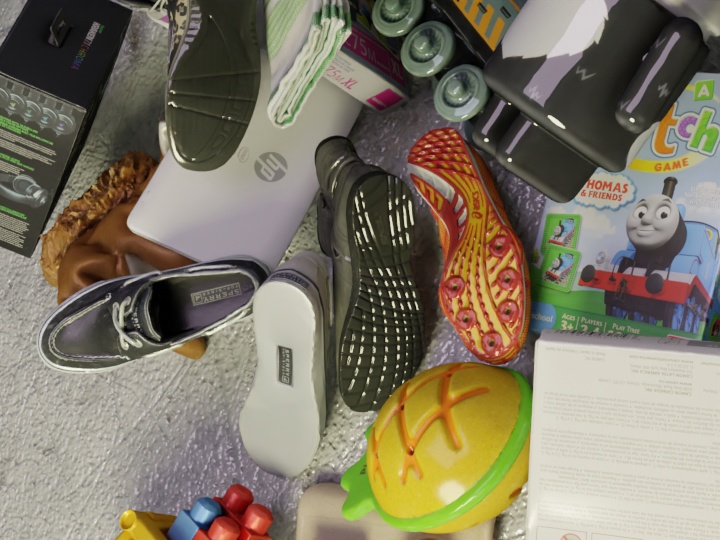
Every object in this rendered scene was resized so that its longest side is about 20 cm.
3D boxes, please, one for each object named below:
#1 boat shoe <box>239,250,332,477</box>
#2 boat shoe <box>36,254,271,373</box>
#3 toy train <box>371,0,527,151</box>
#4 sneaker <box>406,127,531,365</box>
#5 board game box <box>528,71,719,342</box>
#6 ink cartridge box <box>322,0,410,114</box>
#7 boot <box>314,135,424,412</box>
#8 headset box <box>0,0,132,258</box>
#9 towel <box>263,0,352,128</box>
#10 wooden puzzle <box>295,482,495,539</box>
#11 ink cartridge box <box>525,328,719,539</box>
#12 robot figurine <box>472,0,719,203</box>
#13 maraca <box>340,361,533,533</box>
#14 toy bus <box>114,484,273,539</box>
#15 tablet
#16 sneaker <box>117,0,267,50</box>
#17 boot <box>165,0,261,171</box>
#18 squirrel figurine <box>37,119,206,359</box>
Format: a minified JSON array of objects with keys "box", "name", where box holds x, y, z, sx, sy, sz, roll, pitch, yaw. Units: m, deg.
[{"box":[-0.052,0.074,1.134,0.070,0.070,0.201,14,125,16],"name":"boat shoe"},{"box":[-0.166,0.036,1.117,0.199,0.068,0.072,-14,92,7],"name":"boat shoe"},{"box":[0.090,-0.183,1.110,0.114,0.085,0.200,-40,55,12],"name":"toy train"},{"box":[0.092,-0.018,1.058,0.073,0.077,0.201,-25,55,21],"name":"sneaker"},{"box":[0.201,-0.042,1.006,0.151,0.036,0.201,11,84,41],"name":"board game box"},{"box":[-0.016,-0.242,1.183,0.042,0.119,0.201,-23,64,26],"name":"ink cartridge box"},{"box":[0.000,0.000,1.140,0.131,0.067,0.201,-137,47,-66],"name":"boot"},{"box":[-0.294,-0.148,1.310,0.175,0.092,0.200,-79,16,-49],"name":"headset box"},{"box":[-0.054,-0.230,1.085,0.149,0.030,0.201,131,135,-57],"name":"towel"},{"box":[0.010,0.264,1.067,0.184,0.046,0.202,-2,76,39],"name":"wooden puzzle"},{"box":[0.190,0.145,0.934,0.160,0.050,0.202,4,98,18],"name":"ink cartridge box"},{"box":[0.161,-0.149,0.964,0.150,0.125,0.201,39,101,22],"name":"robot figurine"},{"box":[0.053,0.129,1.033,0.200,0.107,0.137,-16,35,54],"name":"maraca"},{"box":[-0.124,0.274,1.119,0.200,0.135,0.193,42,101,38],"name":"toy bus"},{"box":[-0.093,-0.092,1.188,0.129,0.014,0.201,24,69,7],"name":"tablet"},{"box":[-0.168,-0.249,1.293,0.199,0.140,0.078,24,93,41],"name":"sneaker"},{"box":[-0.128,-0.188,1.181,0.154,0.073,0.205,-150,66,-75],"name":"boot"},{"box":[-0.191,-0.046,1.256,0.200,0.141,0.188,32,99,42],"name":"squirrel figurine"}]
